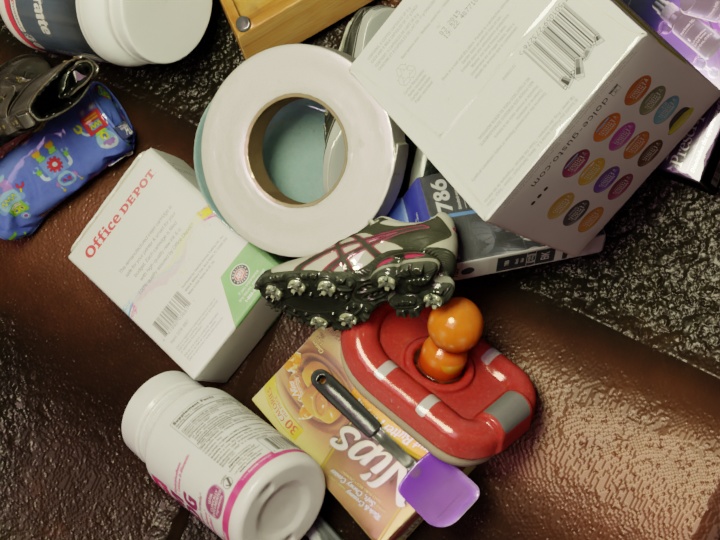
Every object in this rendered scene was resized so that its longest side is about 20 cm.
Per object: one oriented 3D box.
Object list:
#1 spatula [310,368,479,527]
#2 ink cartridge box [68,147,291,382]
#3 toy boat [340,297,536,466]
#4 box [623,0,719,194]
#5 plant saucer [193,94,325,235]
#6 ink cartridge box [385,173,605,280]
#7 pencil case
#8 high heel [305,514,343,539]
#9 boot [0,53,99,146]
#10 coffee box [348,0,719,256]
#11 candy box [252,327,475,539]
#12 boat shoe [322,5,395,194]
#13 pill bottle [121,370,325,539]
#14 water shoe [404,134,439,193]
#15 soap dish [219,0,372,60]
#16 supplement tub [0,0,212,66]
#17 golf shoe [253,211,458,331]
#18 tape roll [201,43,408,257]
[{"bbox_3d":[0.024,0.161,1.586,0.200,0.021,0.057,41,85,22],"label":"spatula"},{"bbox_3d":[-0.176,-0.005,1.709,0.200,0.087,0.146,41,99,19],"label":"ink cartridge box"},{"bbox_3d":[0.076,0.075,1.560,0.200,0.130,0.131,38,136,20],"label":"toy boat"},{"bbox_3d":[0.292,-0.190,1.552,0.141,0.079,0.201,22,92,25],"label":"box"},{"bbox_3d":[-0.066,-0.111,1.680,0.200,0.039,0.202,1,73,-2],"label":"plant saucer"},{"bbox_3d":[0.119,-0.048,1.571,0.199,0.039,0.100,-12,64,-5],"label":"ink cartridge box"},{"bbox_3d":[-0.324,-0.111,1.785,0.200,0.078,0.087,-37,106,13],"label":"pencil case"},{"bbox_3d":[-0.086,0.330,1.641,0.200,0.071,0.143,-45,64,2],"label":"high heel"},{"bbox_3d":[-0.328,-0.179,1.727,0.174,0.200,0.069,-20,117,38],"label":"boot"},{"bbox_3d":[0.152,-0.163,1.459,0.200,0.197,0.200,-49,62,14],"label":"coffee box"},{"bbox_3d":[0.002,0.157,1.637,0.115,0.055,0.200,-47,71,10],"label":"candy box"},{"bbox_3d":[0.000,-0.158,1.642,0.064,0.070,0.201,18,95,60],"label":"boat shoe"},{"bbox_3d":[-0.137,0.184,1.640,0.200,0.113,0.114,32,96,39],"label":"pill bottle"},{"bbox_3d":[0.070,-0.141,1.650,0.079,0.071,0.201,10,89,50],"label":"water shoe"},{"bbox_3d":[-0.065,-0.320,1.704,0.199,0.081,0.158,-28,75,15],"label":"soap dish"},{"bbox_3d":[-0.263,-0.284,1.723,0.199,0.140,0.141,14,89,39],"label":"supplement tub"},{"bbox_3d":[0.000,0.000,1.542,0.199,0.077,0.088,-6,46,26],"label":"golf shoe"},{"bbox_3d":[-0.054,-0.113,1.592,0.202,0.037,0.204,1,94,21],"label":"tape roll"}]
